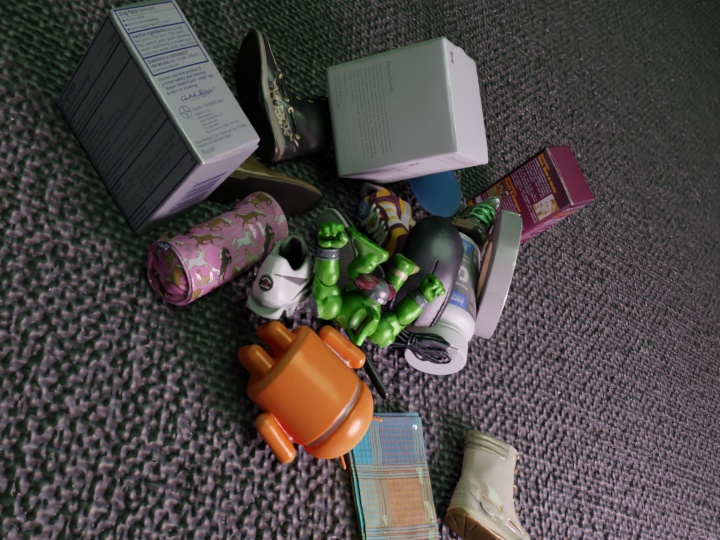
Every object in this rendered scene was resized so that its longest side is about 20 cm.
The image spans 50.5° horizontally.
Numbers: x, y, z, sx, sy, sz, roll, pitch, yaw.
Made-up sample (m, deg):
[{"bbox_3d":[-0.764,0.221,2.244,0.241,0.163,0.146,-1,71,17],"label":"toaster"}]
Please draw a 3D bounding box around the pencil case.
[{"bbox_3d":[-0.178,-0.032,0.973,0.199,0.081,0.089,-33,109,-46],"label":"pencil case"}]

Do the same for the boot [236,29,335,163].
[{"bbox_3d":[-0.105,-0.261,1.170,0.148,0.073,0.205,-4,74,-42],"label":"boot"}]

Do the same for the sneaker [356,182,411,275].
[{"bbox_3d":[0.032,-0.063,1.167,0.089,0.075,0.202,30,24,-19],"label":"sneaker"}]

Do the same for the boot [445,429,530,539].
[{"bbox_3d":[0.215,0.348,1.133,0.199,0.072,0.157,40,44,-18],"label":"boot"}]

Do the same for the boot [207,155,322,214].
[{"bbox_3d":[-0.140,-0.133,1.077,0.196,0.074,0.077,12,50,-35],"label":"boot"}]

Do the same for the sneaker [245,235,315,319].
[{"bbox_3d":[-0.081,-0.003,0.996,0.072,0.091,0.200,20,14,8],"label":"sneaker"}]

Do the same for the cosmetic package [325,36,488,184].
[{"bbox_3d":[0.073,-0.236,1.171,0.166,0.195,0.172,-5,87,-65],"label":"cosmetic package"}]

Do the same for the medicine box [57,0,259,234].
[{"bbox_3d":[-0.247,-0.182,0.918,0.102,0.181,0.203,-32,90,-47],"label":"medicine box"}]

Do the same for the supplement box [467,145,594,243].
[{"bbox_3d":[0.304,-0.126,1.375,0.084,0.199,0.113,-12,74,-45],"label":"supplement box"}]

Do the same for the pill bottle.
[{"bbox_3d":[0.125,0.049,1.181,0.112,0.113,0.204,31,50,-25],"label":"pill bottle"}]

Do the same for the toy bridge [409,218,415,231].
[{"bbox_3d":[0.081,-0.025,1.177,0.027,0.067,0.203,30,34,-23],"label":"toy bridge"}]

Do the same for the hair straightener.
[{"bbox_3d":[-0.004,0.091,1.084,0.075,0.041,0.204,-20,74,-14],"label":"hair straightener"}]

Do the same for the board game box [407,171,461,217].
[{"bbox_3d":[0.103,-0.180,1.343,0.156,0.039,0.204,-17,82,-52],"label":"board game box"}]

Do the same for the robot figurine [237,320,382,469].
[{"bbox_3d":[-0.064,0.153,0.952,0.200,0.116,0.145,45,30,-12],"label":"robot figurine"}]

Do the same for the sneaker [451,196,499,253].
[{"bbox_3d":[0.198,-0.090,1.285,0.076,0.090,0.200,35,11,0],"label":"sneaker"}]

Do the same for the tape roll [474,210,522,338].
[{"bbox_3d":[0.216,0.006,1.234,0.036,0.205,0.206,14,50,4],"label":"tape roll"}]

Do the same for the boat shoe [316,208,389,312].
[{"bbox_3d":[0.000,0.000,1.123,0.060,0.073,0.204,-25,89,-46],"label":"boat shoe"}]

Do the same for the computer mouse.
[{"bbox_3d":[0.095,0.019,1.061,0.135,0.053,0.205,19,81,-9],"label":"computer mouse"}]

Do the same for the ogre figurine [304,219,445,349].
[{"bbox_3d":[0.008,0.026,0.980,0.098,0.122,0.198,37,8,40],"label":"ogre figurine"}]

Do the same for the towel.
[{"bbox_3d":[0.045,0.294,1.041,0.144,0.022,0.205,9,63,-39],"label":"towel"}]
